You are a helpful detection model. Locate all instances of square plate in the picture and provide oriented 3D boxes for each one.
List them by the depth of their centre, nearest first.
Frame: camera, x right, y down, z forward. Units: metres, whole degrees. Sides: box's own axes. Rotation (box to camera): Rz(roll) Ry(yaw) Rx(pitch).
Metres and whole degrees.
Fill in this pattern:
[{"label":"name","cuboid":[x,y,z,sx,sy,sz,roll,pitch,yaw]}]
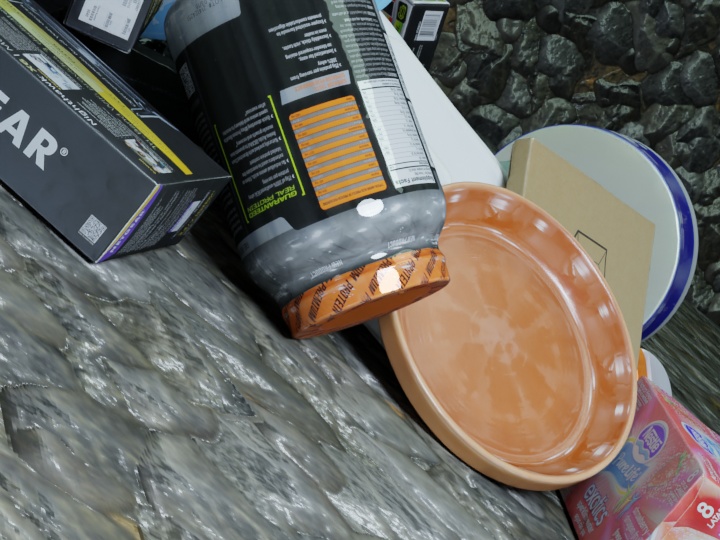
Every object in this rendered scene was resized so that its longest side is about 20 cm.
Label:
[{"label":"square plate","cuboid":[0.026,-0.055,1.271,0.198,0.028,0.201,51,42,-22]}]

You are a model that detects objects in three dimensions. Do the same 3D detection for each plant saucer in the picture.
[{"label":"plant saucer","cuboid":[0.088,0.041,1.229,0.199,0.032,0.202,21,53,-31]}]

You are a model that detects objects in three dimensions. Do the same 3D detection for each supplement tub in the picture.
[{"label":"supplement tub","cuboid":[-0.026,-0.071,1.123,0.122,0.122,0.201,8,62,-74]}]

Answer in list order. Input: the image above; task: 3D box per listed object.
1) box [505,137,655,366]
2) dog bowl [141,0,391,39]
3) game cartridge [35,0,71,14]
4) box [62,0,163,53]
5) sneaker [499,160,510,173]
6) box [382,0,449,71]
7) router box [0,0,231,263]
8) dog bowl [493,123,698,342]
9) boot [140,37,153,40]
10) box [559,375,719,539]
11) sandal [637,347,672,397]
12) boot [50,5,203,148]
[{"label":"box","cuboid":[0.142,0.034,1.350,0.021,0.202,0.163,-7,-24,39]},{"label":"dog bowl","cuboid":[-0.072,-0.201,1.307,0.112,0.198,0.050,-60,146,-48]},{"label":"game cartridge","cuboid":[-0.242,-0.221,1.419,0.200,0.041,0.133,36,7,-28]},{"label":"box","cuboid":[-0.111,-0.239,1.174,0.049,0.201,0.161,22,14,-8]},{"label":"sneaker","cuboid":[0.049,-0.068,1.564,0.118,0.074,0.200,36,-27,-29]},{"label":"box","cuboid":[-0.001,-0.136,1.504,0.035,0.201,0.110,-3,34,-33]},{"label":"router box","cuboid":[-0.170,-0.091,1.019,0.200,0.052,0.157,41,9,5]},{"label":"dog bowl","cuboid":[0.186,-0.025,1.712,0.200,0.200,0.079,43,12,16]},{"label":"boot","cuboid":[-0.095,-0.179,1.410,0.073,0.154,0.203,33,4,32]},{"label":"box","cuboid":[0.197,0.154,1.222,0.102,0.095,0.200,38,9,-9]},{"label":"sandal","cuboid":[0.143,0.087,1.413,0.206,0.080,0.059,14,-13,-40]},{"label":"boot","cuboid":[-0.124,-0.109,1.284,0.199,0.066,0.164,17,-5,-31]}]
